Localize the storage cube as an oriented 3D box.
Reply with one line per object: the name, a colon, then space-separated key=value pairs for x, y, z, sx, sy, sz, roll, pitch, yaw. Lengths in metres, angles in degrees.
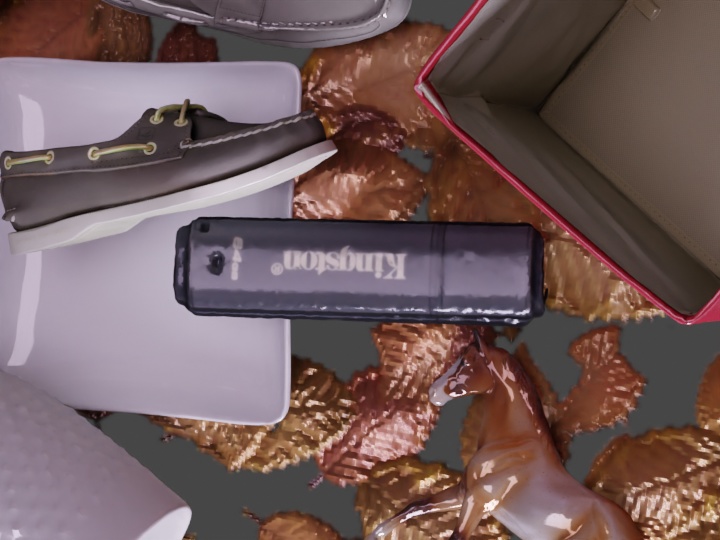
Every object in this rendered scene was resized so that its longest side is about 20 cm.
storage cube: x=0.166 y=-0.091 z=1.092 sx=0.200 sy=0.180 sz=0.171 roll=41 pitch=105 yaw=16

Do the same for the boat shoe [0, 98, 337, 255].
boat shoe: x=-0.109 y=-0.058 z=1.230 sx=0.202 sy=0.072 sz=0.060 roll=-15 pitch=89 yaw=25

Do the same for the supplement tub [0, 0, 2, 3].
supplement tub: x=-0.284 y=-0.230 z=1.309 sx=0.122 sy=0.123 sz=0.200 roll=-27 pitch=80 yaw=20

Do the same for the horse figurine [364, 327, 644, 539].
horse figurine: x=0.090 y=0.142 z=1.188 sx=0.200 sy=0.050 sz=0.133 roll=41 pitch=88 yaw=25

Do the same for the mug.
mug: x=-0.219 y=0.152 z=1.263 sx=0.175 sy=0.148 sz=0.200 roll=38 pitch=110 yaw=10

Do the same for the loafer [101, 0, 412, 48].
loafer: x=-0.070 y=-0.160 z=1.248 sx=0.200 sy=0.070 sz=0.070 roll=6 pitch=93 yaw=22

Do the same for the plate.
plate: x=-0.123 y=-0.019 z=1.292 sx=0.200 sy=0.032 sz=0.200 roll=3 pitch=91 yaw=21

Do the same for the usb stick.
usb stick: x=0.000 y=0.000 z=1.218 sx=0.200 sy=0.033 sz=0.055 roll=2 pitch=91 yaw=9
